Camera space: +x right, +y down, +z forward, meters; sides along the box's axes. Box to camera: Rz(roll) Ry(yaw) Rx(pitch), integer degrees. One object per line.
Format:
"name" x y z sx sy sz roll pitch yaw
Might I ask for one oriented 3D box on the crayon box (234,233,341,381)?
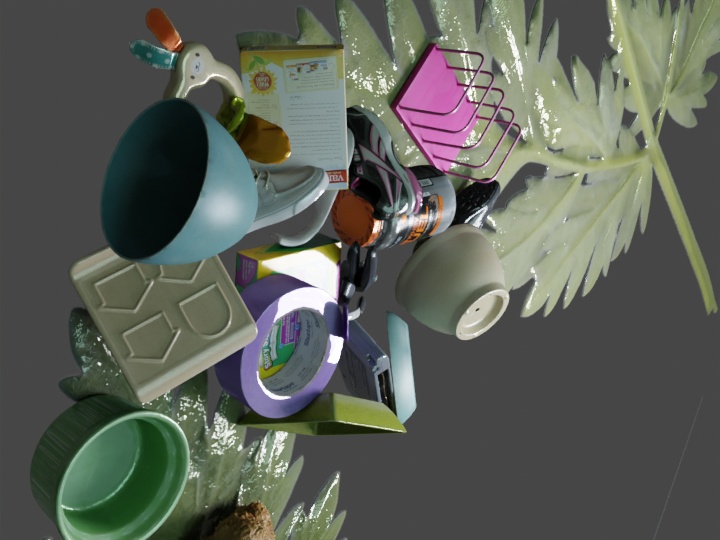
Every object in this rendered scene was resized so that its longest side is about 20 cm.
"crayon box" -0.114 0.057 1.387 0.172 0.058 0.202 -14 117 -44

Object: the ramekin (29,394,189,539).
"ramekin" -0.335 0.264 1.188 0.199 0.097 0.202 -22 121 -42

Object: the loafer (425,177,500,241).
"loafer" 0.193 -0.090 1.673 0.201 0.068 0.071 -50 144 -15

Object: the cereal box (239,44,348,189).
"cereal box" -0.090 -0.211 1.252 0.040 0.143 0.202 -90 179 -65

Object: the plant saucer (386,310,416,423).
"plant saucer" 0.073 0.168 1.563 0.200 0.036 0.202 -7 90 -87

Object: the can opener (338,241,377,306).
"can opener" 0.000 0.000 1.427 0.200 0.063 0.079 116 -19 -68

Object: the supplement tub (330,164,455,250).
"supplement tub" 0.054 -0.102 1.463 0.199 0.122 0.124 -16 117 -44

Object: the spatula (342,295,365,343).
"spatula" -0.010 0.068 1.414 0.200 0.020 0.057 -42 133 -76

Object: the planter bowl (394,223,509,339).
"planter bowl" 0.180 0.037 1.600 0.199 0.135 0.201 -27 146 -20

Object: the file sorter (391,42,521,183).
"file sorter" 0.174 -0.263 1.531 0.140 0.125 0.200 -59 139 -14

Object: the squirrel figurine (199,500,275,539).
"squirrel figurine" -0.187 0.472 1.419 0.201 0.141 0.187 -61 146 -7

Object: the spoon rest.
"spoon rest" -0.065 -0.125 1.350 0.060 0.099 0.201 24 97 -36

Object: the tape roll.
"tape roll" -0.117 0.110 1.312 0.199 0.065 0.202 -21 121 -40

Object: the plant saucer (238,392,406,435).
"plant saucer" -0.058 0.231 1.437 0.199 0.199 0.048 20 66 -51

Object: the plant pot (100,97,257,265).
"plant pot" -0.205 -0.093 1.105 0.134 0.199 0.201 21 89 -48

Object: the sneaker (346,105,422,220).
"sneaker" 0.010 -0.161 1.347 0.086 0.201 0.081 -25 158 -28

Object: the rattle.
"rattle" -0.189 -0.224 1.129 0.130 0.143 0.201 -31 135 -15

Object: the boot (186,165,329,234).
"boot" -0.147 -0.112 1.217 0.199 0.074 0.096 -27 127 0

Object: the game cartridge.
"game cartridge" 0.004 0.164 1.498 0.041 0.133 0.201 -27 140 -16

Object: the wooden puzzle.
"wooden puzzle" -0.257 0.044 1.173 0.185 0.046 0.201 -30 96 -26
